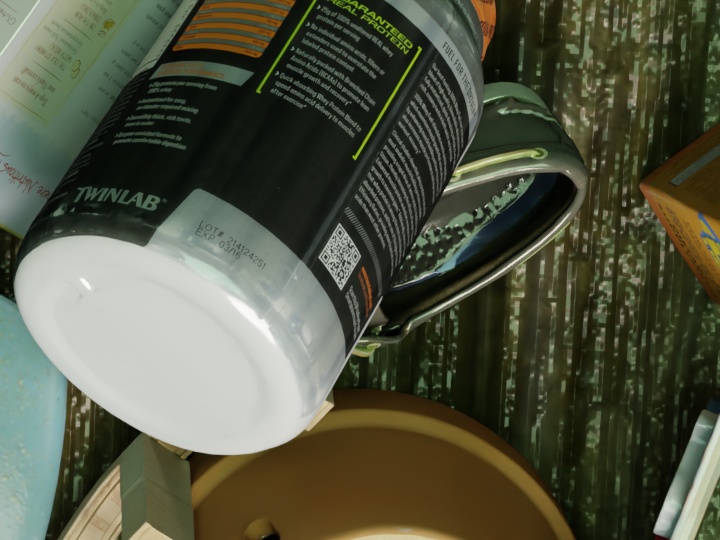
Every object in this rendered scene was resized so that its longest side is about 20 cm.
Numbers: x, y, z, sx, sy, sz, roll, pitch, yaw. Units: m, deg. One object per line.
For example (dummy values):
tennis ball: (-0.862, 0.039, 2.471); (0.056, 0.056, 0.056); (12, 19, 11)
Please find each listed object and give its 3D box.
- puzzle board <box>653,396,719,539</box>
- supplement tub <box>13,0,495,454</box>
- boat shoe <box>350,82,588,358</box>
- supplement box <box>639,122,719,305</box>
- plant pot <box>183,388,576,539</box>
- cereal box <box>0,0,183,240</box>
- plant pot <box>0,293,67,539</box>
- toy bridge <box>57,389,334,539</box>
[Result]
puzzle board: (0.111, 0.135, 1.092); (0.017, 0.151, 0.201); (22, 87, 8)
supplement tub: (-0.031, -0.042, 1.023); (0.122, 0.123, 0.200); (36, 56, -8)
boat shoe: (-0.001, -0.002, 1.113); (0.201, 0.060, 0.072); (-32, 125, -1)
supplement box: (0.164, -0.018, 1.064); (0.069, 0.200, 0.067); (-34, 97, -1)
plant pot: (0.005, 0.156, 1.098); (0.199, 0.140, 0.201); (-1, 97, -6)
cereal box: (-0.092, -0.105, 1.060); (0.039, 0.144, 0.200); (36, 89, 23)
plant pot: (-0.212, 0.082, 1.052); (0.195, 0.196, 0.201); (30, 80, -7)
toy bridge: (-0.081, 0.090, 1.096); (0.027, 0.067, 0.200); (35, 112, -23)
